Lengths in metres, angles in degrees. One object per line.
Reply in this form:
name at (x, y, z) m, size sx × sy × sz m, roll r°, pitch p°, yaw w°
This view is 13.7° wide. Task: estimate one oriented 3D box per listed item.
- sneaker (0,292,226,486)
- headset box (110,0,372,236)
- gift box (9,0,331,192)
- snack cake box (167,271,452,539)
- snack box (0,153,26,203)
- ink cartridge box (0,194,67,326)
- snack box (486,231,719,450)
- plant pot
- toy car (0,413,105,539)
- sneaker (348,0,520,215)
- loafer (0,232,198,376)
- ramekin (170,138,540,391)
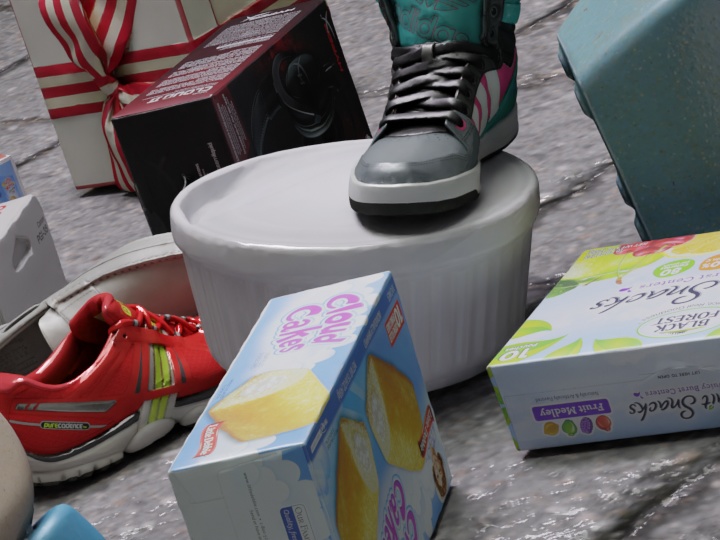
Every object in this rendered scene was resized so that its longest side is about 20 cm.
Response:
sneaker at (-0.119, 0.047, 1.669) m, size 0.200 × 0.085 × 0.077 m, roll -29°, pitch 21°, yaw -31°
headset box at (-0.066, -0.060, 1.835) m, size 0.077 × 0.149 × 0.200 m, roll -11°, pitch 18°, yaw 26°
gift box at (-0.129, -0.173, 2.190) m, size 0.200 × 0.185 × 0.187 m, roll -12°, pitch 15°, yaw 42°
snack cake box at (-0.018, 0.094, 1.368) m, size 0.067 × 0.115 × 0.200 m, roll -13°, pitch 19°, yaw 16°
snack box at (-0.312, -0.008, 2.065) m, size 0.200 × 0.072 × 0.024 m, roll -30°, pitch 20°, yaw -32°
ink cartridge box at (-0.298, 0.034, 1.900) m, size 0.199 × 0.083 × 0.147 m, roll -16°, pitch 17°, yaw 14°
snack box at (0.180, 0.027, 1.467) m, size 0.199 × 0.053 × 0.142 m, roll -9°, pitch 21°, yaw 29°
plant pot at (0.220, -0.107, 1.624) m, size 0.200 × 0.197 × 0.196 m, roll -25°, pitch 17°, yaw 5°
toy car at (-0.264, 0.151, 1.445) m, size 0.200 × 0.184 × 0.177 m, roll -43°, pitch 5°, yaw 28°
sneaker at (0.040, -0.108, 1.587) m, size 0.083 × 0.121 × 0.200 m, roll 0°, pitch 19°, yaw 15°
loafer at (-0.160, 0.041, 1.747) m, size 0.200 × 0.070 × 0.070 m, roll -30°, pitch 16°, yaw 17°
ramekin at (0.000, 0.000, 1.617) m, size 0.202 × 0.095 × 0.202 m, roll -4°, pitch 19°, yaw 2°
